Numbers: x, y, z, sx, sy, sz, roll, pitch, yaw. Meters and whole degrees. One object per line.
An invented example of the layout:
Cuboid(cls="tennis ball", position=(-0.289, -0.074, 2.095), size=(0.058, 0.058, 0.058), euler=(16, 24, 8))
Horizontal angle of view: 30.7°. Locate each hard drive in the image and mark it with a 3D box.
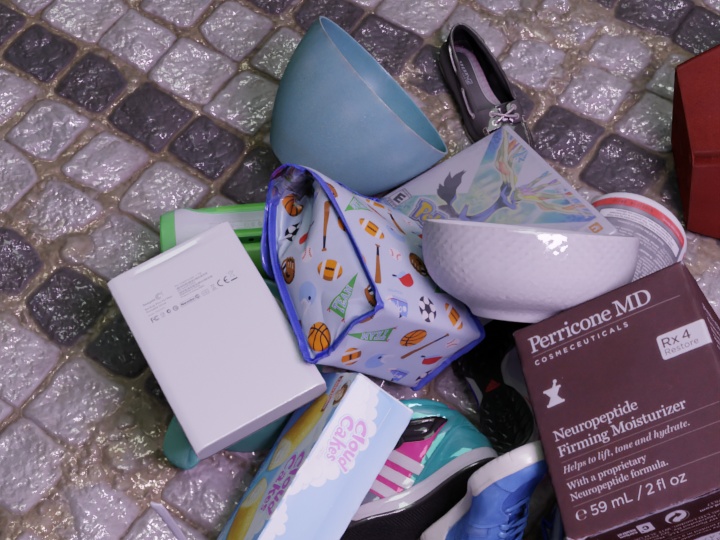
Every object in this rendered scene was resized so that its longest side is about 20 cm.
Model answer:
Cuboid(cls="hard drive", position=(-0.135, 0.060, 1.212), size=(0.131, 0.026, 0.201), euler=(-27, 62, -11))

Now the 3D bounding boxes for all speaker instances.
Cuboid(cls="speaker", position=(-0.108, -0.030, 1.376), size=(0.197, 0.089, 0.089), euler=(-4, 57, -6))

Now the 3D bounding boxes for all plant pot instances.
Cuboid(cls="plant pot", position=(-0.021, -0.155, 1.421), size=(0.135, 0.200, 0.201), euler=(-42, 62, 14))
Cuboid(cls="plant pot", position=(0.435, -0.142, 1.425), size=(0.174, 0.201, 0.202), euler=(-5, 56, 8))

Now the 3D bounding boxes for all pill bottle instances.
Cuboid(cls="pill bottle", position=(0.250, 0.028, 1.339), size=(0.115, 0.116, 0.201), euler=(23, 58, 12))

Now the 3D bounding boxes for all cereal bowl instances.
Cuboid(cls="cereal bowl", position=(0.151, 0.002, 1.186), size=(0.197, 0.200, 0.084), euler=(4, 93, -1))

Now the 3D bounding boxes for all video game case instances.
Cuboid(cls="video game case", position=(0.133, -0.049, 1.344), size=(0.181, 0.022, 0.200), euler=(-31, 49, -11))

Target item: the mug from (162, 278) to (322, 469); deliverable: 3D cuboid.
Cuboid(cls="mug", position=(-0.112, 0.097, 1.275), size=(0.150, 0.115, 0.187), euler=(2, 56, -2))

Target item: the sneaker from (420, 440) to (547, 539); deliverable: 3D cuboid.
Cuboid(cls="sneaker", position=(0.129, 0.238, 1.151), size=(0.076, 0.200, 0.112), euler=(-10, 59, -37))

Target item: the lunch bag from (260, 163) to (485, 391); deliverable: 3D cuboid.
Cuboid(cls="lunch bag", position=(0.000, 0.000, 1.254), size=(0.124, 0.169, 0.201), euler=(-38, 57, 25))

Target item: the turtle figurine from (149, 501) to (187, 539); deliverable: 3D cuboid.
Cuboid(cls="turtle figurine", position=(-0.122, 0.333, 1.086), size=(0.192, 0.201, 0.144), euler=(19, 21, -17))

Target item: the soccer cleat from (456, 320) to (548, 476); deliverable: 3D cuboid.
Cuboid(cls="soccer cleat", position=(0.146, 0.120, 1.313), size=(0.068, 0.073, 0.201), euler=(-28, 40, 14))

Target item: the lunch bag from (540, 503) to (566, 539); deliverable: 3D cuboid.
Cuboid(cls="lunch bag", position=(0.239, 0.285, 1.195), size=(0.158, 0.076, 0.202), euler=(7, 57, 4))

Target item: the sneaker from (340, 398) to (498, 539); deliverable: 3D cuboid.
Cuboid(cls="sneaker", position=(0.025, 0.188, 1.244), size=(0.198, 0.084, 0.121), euler=(-27, 46, -2))

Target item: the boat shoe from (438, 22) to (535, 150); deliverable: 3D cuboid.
Cuboid(cls="boat shoe", position=(0.145, -0.203, 1.520), size=(0.066, 0.057, 0.201), euler=(-18, 59, -14))

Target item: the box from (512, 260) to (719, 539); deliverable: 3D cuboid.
Cuboid(cls="box", position=(0.251, 0.138, 1.114), size=(0.165, 0.164, 0.202), euler=(-25, 54, 18))

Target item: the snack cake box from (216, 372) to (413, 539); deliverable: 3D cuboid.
Cuboid(cls="snack cake box", position=(-0.046, 0.192, 1.180), size=(0.067, 0.115, 0.201), euler=(36, 74, -13))
